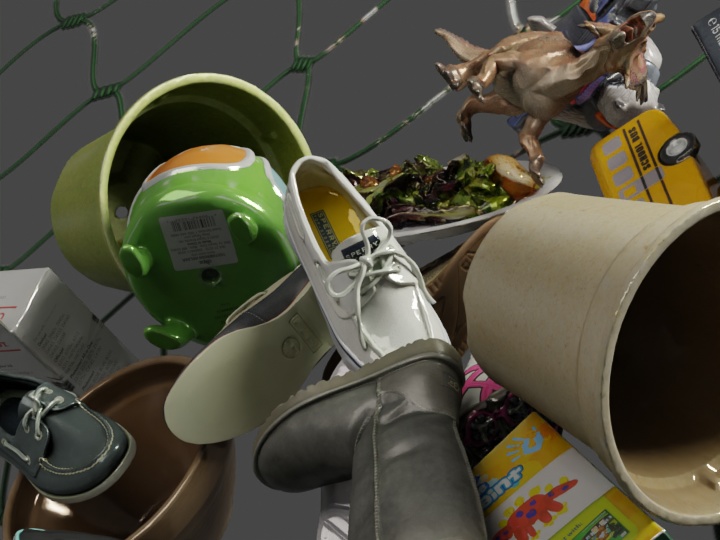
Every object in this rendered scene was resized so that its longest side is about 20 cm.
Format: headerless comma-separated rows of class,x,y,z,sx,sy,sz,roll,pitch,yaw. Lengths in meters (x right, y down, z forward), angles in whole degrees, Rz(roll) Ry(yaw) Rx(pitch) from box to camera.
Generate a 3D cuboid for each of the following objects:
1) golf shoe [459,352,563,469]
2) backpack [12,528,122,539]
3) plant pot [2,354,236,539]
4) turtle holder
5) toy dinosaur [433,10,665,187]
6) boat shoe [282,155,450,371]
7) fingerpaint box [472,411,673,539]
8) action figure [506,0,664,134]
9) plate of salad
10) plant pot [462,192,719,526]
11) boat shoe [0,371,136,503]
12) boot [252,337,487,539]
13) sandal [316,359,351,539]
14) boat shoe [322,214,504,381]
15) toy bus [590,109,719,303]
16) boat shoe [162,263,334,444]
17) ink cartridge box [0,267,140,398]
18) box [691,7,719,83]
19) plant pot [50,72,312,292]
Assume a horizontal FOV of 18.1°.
golf shoe,0.100,0.087,1.529,0.200,0.073,0.092,-43,27,-20
backpack,-0.157,0.259,1.469,0.154,0.200,0.176,-55,33,8
plant pot,-0.161,0.169,1.678,0.200,0.093,0.201,-27,34,20
turtle holder,-0.096,-0.013,1.724,0.141,0.185,0.132,-34,28,27
toy dinosaur,0.137,-0.146,1.636,0.135,0.086,0.200,-36,29,-11
boat shoe,0.004,-0.002,1.550,0.074,0.086,0.203,-21,58,-11
fingerpaint box,0.089,0.209,1.388,0.200,0.073,0.167,-43,33,-4
action figure,0.200,-0.185,1.721,0.200,0.104,0.194,-44,33,29
plate of salad,0.052,-0.062,1.702,0.199,0.048,0.200,-12,15,3
plant pot,0.165,0.034,1.393,0.201,0.201,0.183,-50,35,-14
boat shoe,-0.238,0.118,1.675,0.073,0.062,0.200,-51,33,-16
boot,0.003,0.150,1.430,0.182,0.072,0.201,-35,37,26
sandal,0.010,0.145,1.560,0.079,0.059,0.208,5,71,18
boat shoe,0.057,0.030,1.654,0.200,0.072,0.072,-45,1,13
toy bus,0.219,-0.030,1.544,0.078,0.065,0.200,-32,33,14
boat shoe,-0.067,0.051,1.620,0.200,0.071,0.062,-42,21,-18
ink cartridge box,-0.262,0.061,1.809,0.115,0.200,0.067,-3,48,43
box,0.348,-0.129,1.483,0.199,0.118,0.197,-32,33,12
plant pot,-0.163,-0.054,1.878,0.201,0.200,0.184,-55,23,-21
